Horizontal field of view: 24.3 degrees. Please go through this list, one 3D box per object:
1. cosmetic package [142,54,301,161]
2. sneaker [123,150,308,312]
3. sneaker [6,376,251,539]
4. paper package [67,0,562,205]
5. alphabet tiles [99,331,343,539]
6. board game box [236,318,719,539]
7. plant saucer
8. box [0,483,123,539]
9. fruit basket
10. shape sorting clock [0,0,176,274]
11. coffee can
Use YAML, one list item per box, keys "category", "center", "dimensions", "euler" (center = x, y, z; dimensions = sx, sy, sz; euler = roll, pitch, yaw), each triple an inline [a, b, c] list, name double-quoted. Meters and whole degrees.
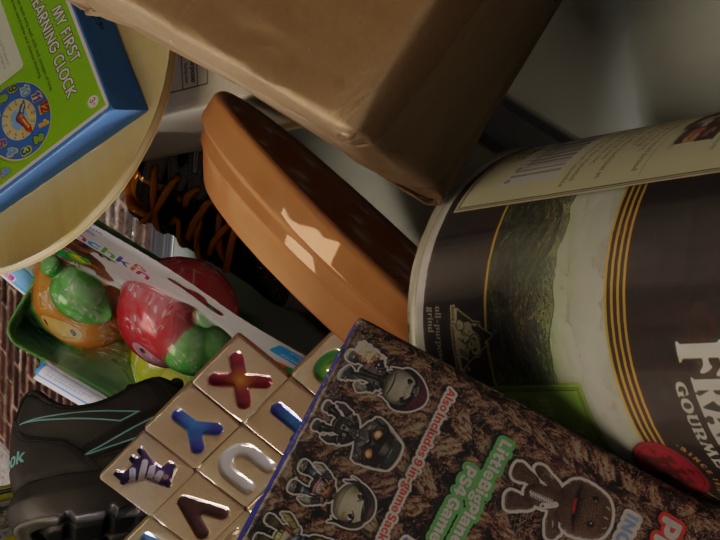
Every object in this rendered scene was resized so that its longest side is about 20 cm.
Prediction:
- category: "cosmetic package"
  center: [-0.112, -0.114, 0.861]
  dimensions: [0.199, 0.071, 0.106]
  euler: [-7, 80, 33]
- category: "sneaker"
  center: [-0.088, -0.041, 0.927]
  dimensions: [0.200, 0.077, 0.078]
  euler: [43, 133, 32]
- category: "sneaker"
  center: [-0.083, 0.090, 0.862]
  dimensions: [0.075, 0.199, 0.080]
  euler: [112, 150, -58]
- category: "paper package"
  center: [-0.006, -0.157, 0.639]
  dimensions: [0.190, 0.103, 0.200]
  euler: [31, 91, 21]
- category: "alphabet tiles"
  center: [-0.021, 0.125, 0.824]
  dimensions: [0.200, 0.166, 0.006]
  euler: [41, -168, -21]
- category: "board game box"
  center: [0.052, 0.127, 0.616]
  dimensions: [0.199, 0.097, 0.160]
  euler: [29, 157, 0]
- category: "plant saucer"
  center: [0.000, 0.000, 0.746]
  dimensions: [0.037, 0.200, 0.200]
  euler: [-47, 60, 7]
- category: "box"
  center: [-0.108, 0.148, 0.905]
  dimensions: [0.137, 0.199, 0.038]
  euler: [-139, 44, -57]
- category: "fruit basket"
  center: [-0.118, 0.033, 0.918]
  dimensions: [0.185, 0.094, 0.200]
  euler: [32, 166, -13]
- category: "shape sorting clock"
  center: [-0.174, -0.093, 0.825]
  dimensions: [0.199, 0.039, 0.201]
  euler: [-9, 71, 29]
- category: "coffee can"
  center: [0.134, 0.014, 0.604]
  dimensions: [0.200, 0.146, 0.147]
  euler: [-7, 99, 54]
